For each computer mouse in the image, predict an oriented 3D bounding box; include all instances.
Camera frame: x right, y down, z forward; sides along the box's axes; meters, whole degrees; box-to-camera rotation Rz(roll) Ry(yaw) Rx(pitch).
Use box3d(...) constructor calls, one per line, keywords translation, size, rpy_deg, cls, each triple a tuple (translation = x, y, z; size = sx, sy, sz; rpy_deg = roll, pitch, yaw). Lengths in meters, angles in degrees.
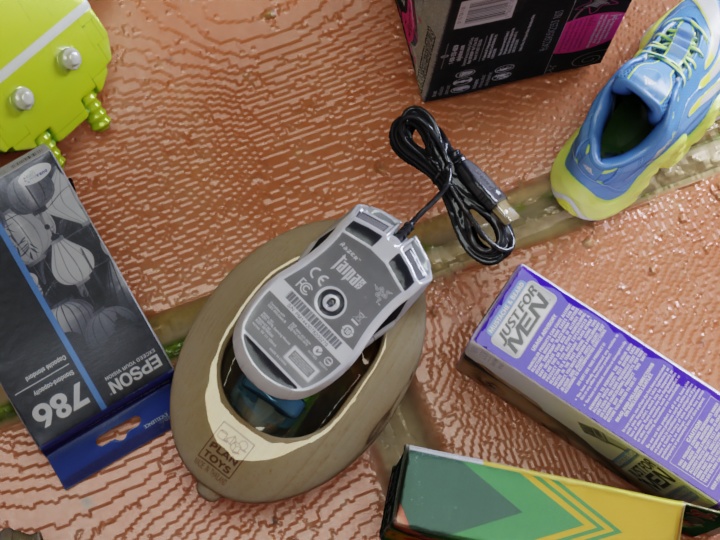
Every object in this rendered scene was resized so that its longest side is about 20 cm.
box3d(translation=(0.000, 0.000, 1.235), size=(0.200, 0.044, 0.110), rpy_deg=(-42, 88, -17), cls="computer mouse")

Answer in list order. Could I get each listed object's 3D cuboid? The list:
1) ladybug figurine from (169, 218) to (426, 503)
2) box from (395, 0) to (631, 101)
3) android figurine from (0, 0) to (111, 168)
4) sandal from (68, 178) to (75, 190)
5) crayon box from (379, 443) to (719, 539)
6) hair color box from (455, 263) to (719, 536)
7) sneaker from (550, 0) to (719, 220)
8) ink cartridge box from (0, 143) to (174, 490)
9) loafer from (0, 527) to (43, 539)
box3d(translation=(-0.041, 0.061, 1.275), size=(0.136, 0.072, 0.200), rpy_deg=(38, 77, 5), cls="ladybug figurine")
box3d(translation=(0.091, -0.200, 1.275), size=(0.132, 0.200, 0.115), rpy_deg=(-13, 77, -6), cls="box")
box3d(translation=(-0.230, -0.156, 1.281), size=(0.182, 0.041, 0.200), rpy_deg=(-45, 114, -34), cls="android figurine")
box3d(translation=(-0.280, -0.046, 1.283), size=(0.199, 0.075, 0.045), rpy_deg=(-7, 95, -2), cls="sandal")
box3d(translation=(0.115, 0.156, 1.235), size=(0.199, 0.127, 0.051), rpy_deg=(11, 78, 0), cls="crayon box")
box3d(translation=(0.160, 0.083, 1.263), size=(0.200, 0.109, 0.065), rpy_deg=(35, 79, 5), cls="hair color box")
box3d(translation=(0.202, -0.118, 1.312), size=(0.076, 0.105, 0.200), rpy_deg=(36, 78, 5), cls="sneaker")
box3d(translation=(-0.185, 0.033, 1.251), size=(0.099, 0.039, 0.200), rpy_deg=(-31, 106, -9), cls="ink cartridge box")
box3d(translation=(-0.164, 0.243, 1.231), size=(0.067, 0.076, 0.201), rpy_deg=(-23, 90, -9), cls="loafer")
